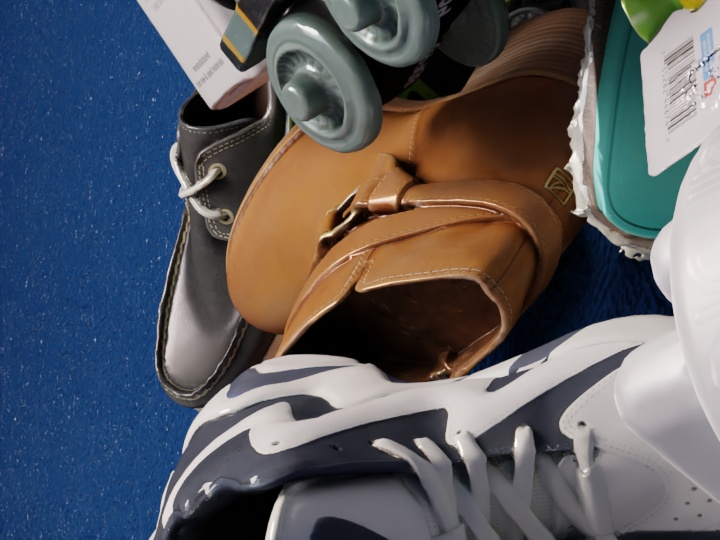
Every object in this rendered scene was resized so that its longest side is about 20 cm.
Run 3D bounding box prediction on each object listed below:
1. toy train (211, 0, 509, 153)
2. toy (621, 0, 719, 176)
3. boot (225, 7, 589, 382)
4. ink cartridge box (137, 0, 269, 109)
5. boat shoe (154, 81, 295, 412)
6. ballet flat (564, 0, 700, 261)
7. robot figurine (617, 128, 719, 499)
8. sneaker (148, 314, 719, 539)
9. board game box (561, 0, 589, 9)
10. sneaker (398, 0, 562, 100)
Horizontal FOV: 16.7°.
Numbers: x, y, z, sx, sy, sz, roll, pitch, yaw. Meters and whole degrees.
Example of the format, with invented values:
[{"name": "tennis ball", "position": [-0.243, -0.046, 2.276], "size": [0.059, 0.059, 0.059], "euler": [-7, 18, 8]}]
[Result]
[{"name": "toy train", "position": [0.003, -0.118, 0.710], "size": [0.114, 0.085, 0.200], "euler": [50, 152, 9]}, {"name": "toy", "position": [0.144, -0.108, 0.604], "size": [0.200, 0.047, 0.116], "euler": [-32, 47, 46]}, {"name": "boot", "position": [0.000, 0.000, 0.819], "size": [0.200, 0.074, 0.155], "euler": [-37, 17, 39]}, {"name": "ink cartridge box", "position": [-0.043, -0.179, 0.846], "size": [0.200, 0.147, 0.086], "euler": [56, 167, -2]}, {"name": "boat shoe", "position": [-0.050, -0.042, 0.959], "size": [0.072, 0.067, 0.201], "euler": [23, 100, 44]}, {"name": "ballet flat", "position": [0.097, -0.104, 0.727], "size": [0.072, 0.071, 0.201], "euler": [-139, 57, -67]}, {"name": "robot figurine", "position": [0.146, -0.004, 0.513], "size": [0.200, 0.113, 0.170], "euler": [-28, 35, 44]}, {"name": "sneaker", "position": [0.025, 0.071, 0.671], "size": [0.130, 0.198, 0.080], "euler": [-47, -45, -57]}, {"name": "board game box", "position": [0.126, -0.129, 0.793], "size": [0.200, 0.034, 0.136], "euler": [-139, 56, -67]}, {"name": "sneaker", "position": [0.039, -0.114, 0.993], "size": [0.200, 0.075, 0.077], "euler": [129, 148, -52]}]
